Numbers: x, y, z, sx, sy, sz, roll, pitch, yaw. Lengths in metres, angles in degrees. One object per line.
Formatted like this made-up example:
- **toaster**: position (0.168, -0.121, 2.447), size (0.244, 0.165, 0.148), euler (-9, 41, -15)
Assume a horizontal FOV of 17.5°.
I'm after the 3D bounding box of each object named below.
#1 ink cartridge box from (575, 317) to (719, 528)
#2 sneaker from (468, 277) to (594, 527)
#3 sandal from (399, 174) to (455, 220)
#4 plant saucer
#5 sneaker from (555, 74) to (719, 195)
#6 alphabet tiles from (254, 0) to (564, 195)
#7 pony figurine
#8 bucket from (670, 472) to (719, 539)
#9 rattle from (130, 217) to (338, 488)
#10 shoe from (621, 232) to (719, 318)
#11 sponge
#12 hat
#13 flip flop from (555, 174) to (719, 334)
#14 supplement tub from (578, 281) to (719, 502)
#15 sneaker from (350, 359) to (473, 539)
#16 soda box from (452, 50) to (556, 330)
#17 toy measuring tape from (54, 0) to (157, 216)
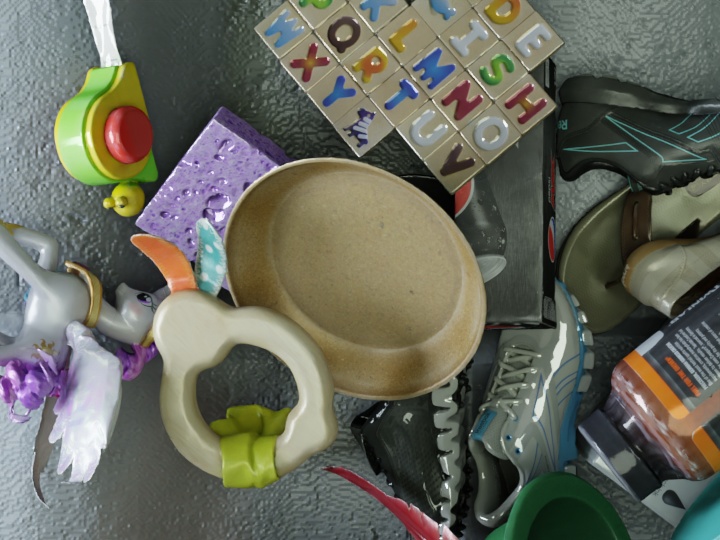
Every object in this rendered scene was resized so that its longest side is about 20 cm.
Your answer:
- **ink cartridge box**: position (0.286, 0.140, 1.780), size (0.200, 0.083, 0.147), euler (36, 93, -10)
- **sneaker**: position (0.120, 0.101, 1.747), size (0.087, 0.075, 0.201), euler (-6, 100, -45)
- **sandal**: position (-0.009, -0.033, 1.743), size (0.199, 0.045, 0.075), euler (1, 99, -6)
- **plant saucer**: position (0.000, 0.000, 1.667), size (0.200, 0.035, 0.201), euler (12, 125, 17)
- **sneaker**: position (0.240, -0.090, 1.726), size (0.199, 0.075, 0.079), euler (10, 81, 17)
- **alphabet tiles**: position (0.044, -0.159, 1.700), size (0.167, 0.008, 0.200), euler (-39, 71, 1)
- **pony figurine**: position (-0.226, 0.057, 1.687), size (0.200, 0.166, 0.194), euler (26, 72, -19)
- **bucket**: position (0.328, 0.186, 1.651), size (0.207, 0.207, 0.135), euler (-42, 93, 2)
- **rattle**: position (-0.091, 0.051, 1.701), size (0.130, 0.143, 0.200), euler (-33, 90, 24)
- **shoe**: position (0.288, -0.004, 1.743), size (0.200, 0.053, 0.070), euler (-15, 124, -26)
- **sponge**: position (-0.054, -0.020, 1.720), size (0.200, 0.030, 0.112), euler (36, 118, -9)
- **hat**: position (0.091, 0.237, 1.709), size (0.165, 0.176, 0.201), euler (20, 61, -45)
- **flip flop**: position (0.227, -0.034, 1.760), size (0.200, 0.058, 0.081), euler (-40, 100, 1)
- **supplement tub**: position (0.254, 0.077, 1.672), size (0.200, 0.107, 0.107), euler (-38, 100, 0)
- **sneaker**: position (0.038, 0.138, 1.768), size (0.090, 0.066, 0.201), euler (4, 108, 11)
- **soda box**: position (0.106, -0.058, 1.711), size (0.071, 0.063, 0.201), euler (-1, 84, 12)
- **toy measuring tape**: position (-0.196, -0.133, 1.694), size (0.073, 0.074, 0.201), euler (-15, 102, -3)
